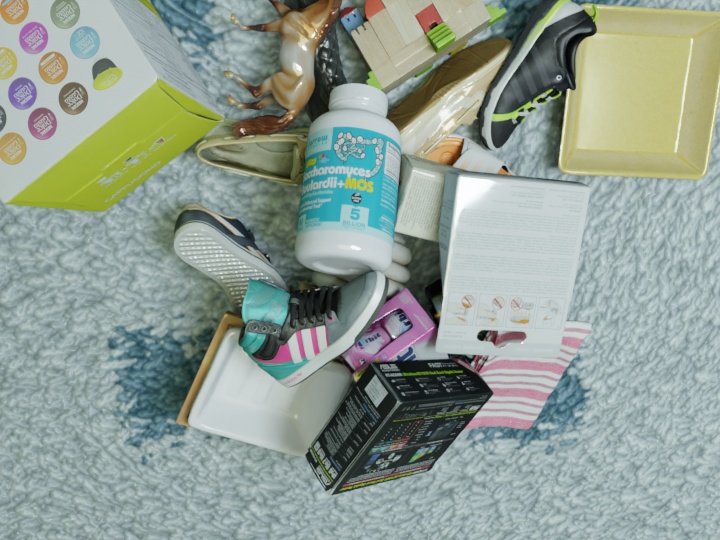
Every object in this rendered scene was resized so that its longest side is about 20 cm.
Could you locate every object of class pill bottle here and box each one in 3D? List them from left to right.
[{"bbox_3d":[-0.011,-0.102,0.785,0.109,0.111,0.204,6,77,-5],"label":"pill bottle"}]

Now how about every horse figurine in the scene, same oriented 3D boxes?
[{"bbox_3d":[-0.094,-0.247,0.815,0.130,0.050,0.204,14,100,12],"label":"horse figurine"}]

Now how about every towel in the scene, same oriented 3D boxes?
[{"bbox_3d":[0.207,0.141,0.920,0.144,0.030,0.202,3,128,-22],"label":"towel"}]

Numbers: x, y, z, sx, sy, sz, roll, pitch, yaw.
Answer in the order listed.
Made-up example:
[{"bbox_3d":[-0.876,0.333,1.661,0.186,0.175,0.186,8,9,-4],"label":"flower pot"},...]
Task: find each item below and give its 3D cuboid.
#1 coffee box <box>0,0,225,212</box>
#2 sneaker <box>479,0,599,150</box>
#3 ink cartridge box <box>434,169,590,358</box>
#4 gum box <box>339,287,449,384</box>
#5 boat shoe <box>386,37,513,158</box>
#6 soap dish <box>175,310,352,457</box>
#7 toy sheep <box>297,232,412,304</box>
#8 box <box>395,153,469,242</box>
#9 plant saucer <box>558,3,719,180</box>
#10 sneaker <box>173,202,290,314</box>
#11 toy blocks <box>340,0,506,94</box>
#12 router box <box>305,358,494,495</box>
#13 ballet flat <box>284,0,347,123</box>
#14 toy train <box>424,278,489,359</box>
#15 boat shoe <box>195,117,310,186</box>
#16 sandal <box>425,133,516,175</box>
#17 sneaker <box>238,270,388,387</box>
[{"bbox_3d":[-0.302,-0.201,0.749,0.198,0.200,0.199,-35,87,7],"label":"coffee box"},{"bbox_3d":[0.214,-0.226,0.834,0.082,0.071,0.202,36,117,22],"label":"sneaker"},{"bbox_3d":[0.165,-0.006,0.792,0.157,0.047,0.204,3,104,-12],"label":"ink cartridge box"},{"bbox_3d":[0.048,0.117,0.871,0.113,0.066,0.201,-36,147,-5],"label":"gum box"},{"bbox_3d":[0.113,-0.207,0.865,0.199,0.074,0.069,-39,126,-2],"label":"boat shoe"},{"bbox_3d":[-0.120,0.147,0.909,0.198,0.081,0.159,21,103,-25],"label":"soap dish"},{"bbox_3d":[0.000,0.000,0.878,0.136,0.138,0.203,22,95,-8],"label":"toy sheep"},{"bbox_3d":[0.135,-0.072,0.834,0.197,0.069,0.083,14,111,-14],"label":"box"},{"bbox_3d":[0.348,-0.222,0.881,0.196,0.049,0.204,2,104,-4],"label":"plant saucer"},{"bbox_3d":[-0.157,-0.012,0.895,0.078,0.080,0.200,-31,129,12],"label":"sneaker"},{"bbox_3d":[0.055,-0.312,0.828,0.198,0.100,0.138,-32,92,5],"label":"toy blocks"},{"bbox_3d":[0.050,0.181,0.828,0.198,0.062,0.151,7,124,-49],"label":"router box"},{"bbox_3d":[-0.052,-0.273,0.853,0.065,0.057,0.204,-3,101,26],"label":"ballet flat"},{"bbox_3d":[0.180,0.036,0.922,0.198,0.085,0.115,-28,95,4],"label":"toy train"},{"bbox_3d":[-0.100,-0.139,0.858,0.197,0.064,0.074,13,124,-5],"label":"boat shoe"},{"bbox_3d":[0.167,-0.109,0.893,0.204,0.059,0.080,27,101,-9],"label":"sandal"},{"bbox_3d":[-0.070,0.043,0.776,0.120,0.084,0.200,35,122,-24],"label":"sneaker"}]
